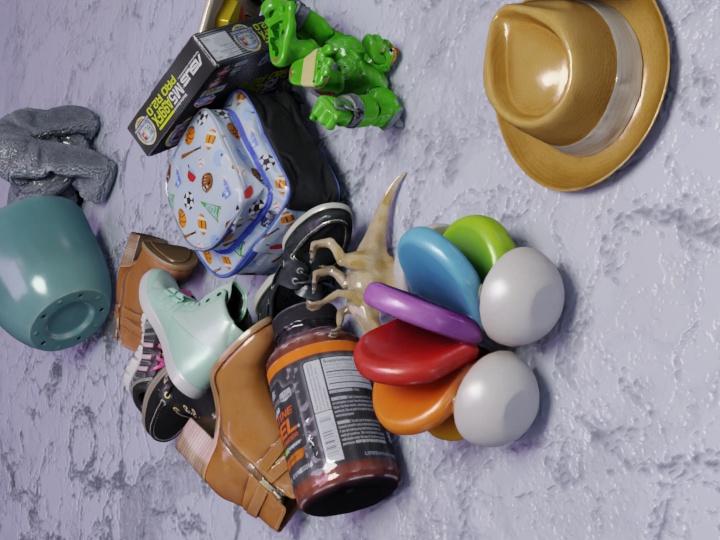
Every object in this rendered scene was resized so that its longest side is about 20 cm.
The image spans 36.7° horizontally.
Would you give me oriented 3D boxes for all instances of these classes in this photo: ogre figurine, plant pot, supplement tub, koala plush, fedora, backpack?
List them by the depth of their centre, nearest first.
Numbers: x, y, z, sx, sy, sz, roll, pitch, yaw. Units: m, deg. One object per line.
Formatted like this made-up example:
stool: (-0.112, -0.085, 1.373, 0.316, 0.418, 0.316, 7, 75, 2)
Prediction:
fedora: (0.159, -0.167, 0.898, 0.200, 0.081, 0.203, -13, 73, 50)
supplement tub: (-0.034, 0.133, 1.080, 0.107, 0.106, 0.201, -43, 52, 39)
ogre figurine: (-0.026, -0.207, 1.117, 0.200, 0.119, 0.099, 39, 110, 46)
backpack: (-0.127, -0.084, 1.213, 0.191, 0.153, 0.201, -57, 46, 43)
plant pot: (-0.457, 0.019, 1.585, 0.161, 0.200, 0.201, 51, 124, 29)
koala plush: (-0.499, -0.134, 1.695, 0.178, 0.182, 0.201, 63, 142, 37)

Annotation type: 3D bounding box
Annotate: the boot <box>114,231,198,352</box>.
boot: (-0.276, 0.038, 1.441, 0.200, 0.073, 0.156, 19, 98, 64)

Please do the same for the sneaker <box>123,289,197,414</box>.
sneaker: (-0.247, 0.114, 1.389, 0.201, 0.073, 0.088, -61, 42, 32)

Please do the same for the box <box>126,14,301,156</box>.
box: (-0.148, -0.215, 1.218, 0.044, 0.200, 0.160, 51, 129, 5)

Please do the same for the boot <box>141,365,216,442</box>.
boot: (-0.187, 0.171, 1.302, 0.200, 0.073, 0.151, -52, 46, 22)

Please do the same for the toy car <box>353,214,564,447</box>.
toy car: (0.065, 0.048, 0.930, 0.175, 0.149, 0.202, 22, 102, 52)

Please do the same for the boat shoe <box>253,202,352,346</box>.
boat shoe: (-0.058, 0.011, 1.155, 0.200, 0.074, 0.066, -50, 43, 39)

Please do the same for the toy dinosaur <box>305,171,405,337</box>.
toy dinosaur: (0.000, 0.000, 1.083, 0.058, 0.100, 0.202, 86, -173, -65)

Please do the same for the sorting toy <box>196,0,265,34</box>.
sorting toy: (-0.136, -0.310, 1.250, 0.036, 0.185, 0.201, 21, 93, 7)

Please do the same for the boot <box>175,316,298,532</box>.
boot: (-0.099, 0.166, 1.157, 0.155, 0.077, 0.201, 36, 102, 19)

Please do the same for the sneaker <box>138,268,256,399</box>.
sneaker: (-0.182, 0.042, 1.250, 0.118, 0.074, 0.201, -43, 45, 11)
